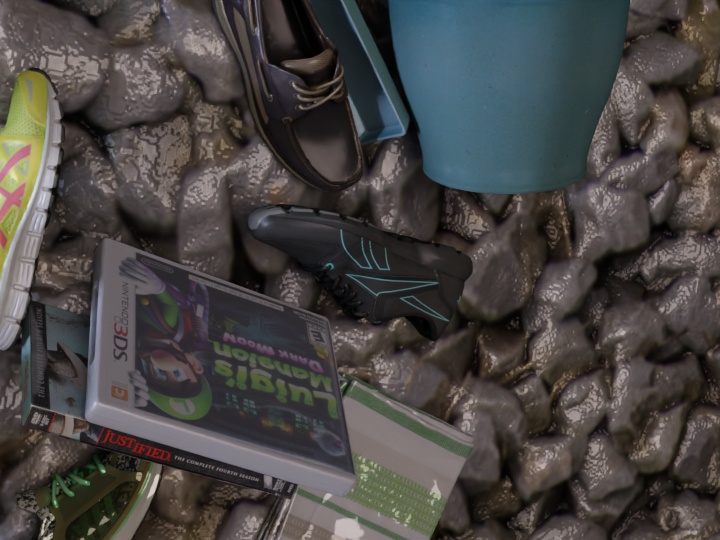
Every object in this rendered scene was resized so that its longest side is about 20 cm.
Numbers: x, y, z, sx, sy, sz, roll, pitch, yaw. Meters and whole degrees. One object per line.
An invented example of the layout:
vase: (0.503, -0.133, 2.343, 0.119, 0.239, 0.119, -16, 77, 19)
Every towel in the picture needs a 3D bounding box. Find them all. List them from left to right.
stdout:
towel: (0.001, 0.203, 1.024, 0.149, 0.031, 0.201, 28, 82, -22)

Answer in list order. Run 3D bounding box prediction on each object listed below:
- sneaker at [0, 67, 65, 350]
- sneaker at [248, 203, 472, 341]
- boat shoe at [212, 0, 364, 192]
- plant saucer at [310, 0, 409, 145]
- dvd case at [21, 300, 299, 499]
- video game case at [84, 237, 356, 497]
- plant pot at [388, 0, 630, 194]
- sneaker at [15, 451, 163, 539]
sneaker: (-0.263, -0.049, 0.865, 0.090, 0.078, 0.201, 14, 86, -17)
sneaker: (0.000, 0.000, 0.987, 0.199, 0.075, 0.080, 17, 89, -24)
boat shoe: (-0.051, -0.150, 0.953, 0.074, 0.073, 0.201, -34, 106, -18)
plant saucer: (-0.022, -0.195, 0.968, 0.019, 0.070, 0.201, -36, 107, -30)
dvd case: (-0.147, 0.092, 0.892, 0.199, 0.146, 0.022, 19, 111, -23)
video game case: (-0.101, 0.068, 0.900, 0.199, 0.182, 0.023, 21, 122, -24)
plant pot: (0.115, -0.167, 0.974, 0.199, 0.200, 0.189, -10, 113, -23)
sneaker: (-0.207, 0.172, 0.910, 0.088, 0.077, 0.201, 27, 80, -15)
